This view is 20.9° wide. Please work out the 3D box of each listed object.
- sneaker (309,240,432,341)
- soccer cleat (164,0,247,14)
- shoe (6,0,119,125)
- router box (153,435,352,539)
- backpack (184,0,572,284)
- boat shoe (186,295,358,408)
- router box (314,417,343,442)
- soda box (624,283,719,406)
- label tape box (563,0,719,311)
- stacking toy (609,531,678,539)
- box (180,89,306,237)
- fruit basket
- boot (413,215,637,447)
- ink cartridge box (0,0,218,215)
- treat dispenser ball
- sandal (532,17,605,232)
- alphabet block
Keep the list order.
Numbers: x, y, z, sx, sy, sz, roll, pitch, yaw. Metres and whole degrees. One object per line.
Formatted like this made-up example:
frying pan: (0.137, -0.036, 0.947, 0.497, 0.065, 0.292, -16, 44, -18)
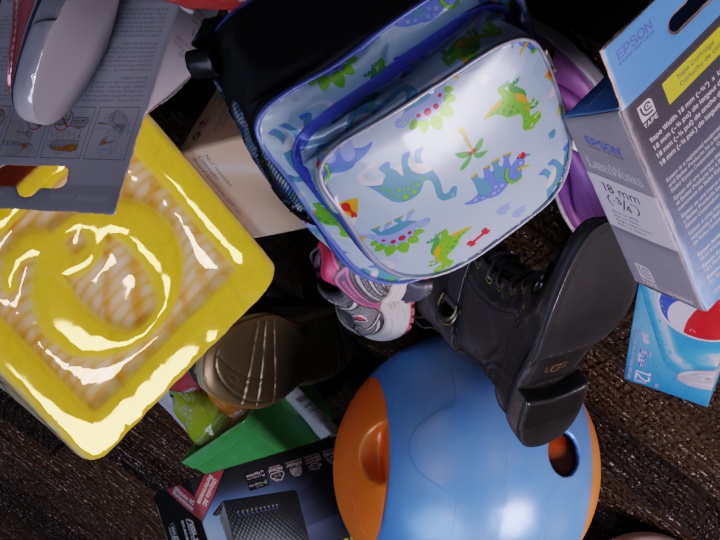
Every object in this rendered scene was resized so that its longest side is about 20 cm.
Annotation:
sneaker: (0.000, 0.000, 1.378, 0.074, 0.081, 0.200, -7, 165, -7)
soccer cleat: (-0.037, -0.202, 1.141, 0.198, 0.069, 0.085, -7, 154, 3)
shoe: (-0.201, -0.198, 1.231, 0.090, 0.202, 0.071, 19, -177, 21)
router box: (-0.046, 0.215, 1.501, 0.062, 0.199, 0.151, -27, 80, 52)
backpack: (0.031, -0.084, 1.119, 0.147, 0.182, 0.200, 57, -179, 38)
boat shoe: (-0.076, 0.057, 1.475, 0.066, 0.200, 0.072, 14, 103, 31)
router box: (0.021, 0.192, 1.677, 0.149, 0.051, 0.200, 43, 143, -15)
soda box: (0.220, 0.000, 1.270, 0.064, 0.068, 0.201, 18, 145, 15)
label tape box: (0.190, -0.099, 1.089, 0.063, 0.144, 0.201, 28, 155, 47)
stacking toy: (0.211, 0.301, 1.643, 0.146, 0.147, 0.200, 33, 162, -6)
box: (-0.015, -0.091, 1.312, 0.199, 0.078, 0.095, -11, 130, 44)
fruit basket: (-0.123, 0.084, 1.634, 0.200, 0.094, 0.185, 50, 143, -3)
boot: (0.096, 0.003, 1.315, 0.174, 0.069, 0.201, 53, 138, 38)
ink cartridge box: (-0.182, -0.124, 1.283, 0.160, 0.202, 0.050, 3, 162, 32)
treat dispenser ball: (0.079, 0.147, 1.445, 0.199, 0.202, 0.202, 19, 145, 14)
sandal: (0.131, -0.080, 1.247, 0.082, 0.050, 0.203, -6, 132, 39)
alphabet block: (-0.216, -0.015, 1.395, 0.196, 0.197, 0.200, 49, 168, -30)
